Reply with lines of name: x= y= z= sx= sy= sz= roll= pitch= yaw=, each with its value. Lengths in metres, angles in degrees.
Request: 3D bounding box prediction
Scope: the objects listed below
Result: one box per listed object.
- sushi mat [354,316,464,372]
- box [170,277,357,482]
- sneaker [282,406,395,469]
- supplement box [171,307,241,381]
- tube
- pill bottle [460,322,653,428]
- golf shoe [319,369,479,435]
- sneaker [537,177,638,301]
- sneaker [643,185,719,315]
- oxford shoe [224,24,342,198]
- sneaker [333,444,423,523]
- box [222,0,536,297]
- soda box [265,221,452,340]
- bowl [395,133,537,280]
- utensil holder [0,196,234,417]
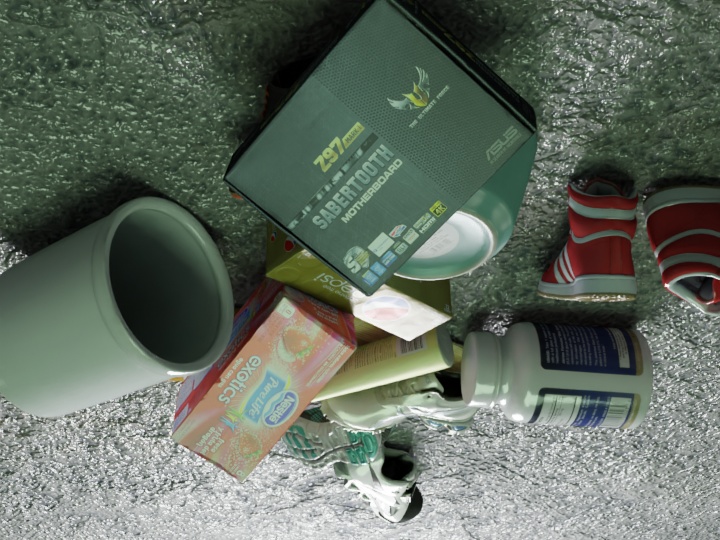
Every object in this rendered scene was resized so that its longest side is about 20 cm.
sushi mat: x=0.053 y=0.092 z=1.365 sx=0.198 sy=0.012 sz=0.095 roll=23 pitch=143 yaw=-31
box: x=-0.099 y=0.100 z=1.204 sx=0.094 sy=0.103 sz=0.201 roll=34 pitch=109 yaw=-18
sneaker: x=-0.024 y=0.196 z=1.471 sx=0.198 sy=0.091 sz=0.079 roll=-6 pitch=114 yaw=48
supplement box: x=-0.145 y=0.083 z=1.298 sx=0.196 sy=0.068 sz=0.069 roll=1 pitch=148 yaw=-2
tube: x=0.007 y=0.107 z=1.321 sx=0.197 sy=0.053 sz=0.058 roll=-17 pitch=165 yaw=20
pill bottle: x=0.216 y=0.116 z=1.313 sx=0.196 sy=0.113 sz=0.112 roll=4 pitch=148 yaw=-8
golf shoe: x=0.052 y=0.137 z=1.363 sx=0.196 sy=0.079 sz=0.098 roll=2 pitch=145 yaw=-20
sneaker: x=0.221 y=-0.027 z=1.145 sx=0.070 sy=0.115 sz=0.200 roll=1 pitch=178 yaw=-8
sneaker: x=0.367 y=-0.021 z=1.084 sx=0.196 sy=0.114 sz=0.072 roll=-3 pitch=148 yaw=4
oxford shoe: x=-0.057 y=-0.132 z=0.975 sx=0.072 sy=0.072 sz=0.199 roll=39 pitch=126 yaw=-22
sneaker: x=0.050 y=0.293 z=1.624 sx=0.087 sy=0.075 sz=0.200 roll=-17 pitch=145 yaw=27
box: x=0.013 y=-0.098 z=0.906 sx=0.157 sy=0.051 sz=0.200 roll=39 pitch=115 yaw=-15
soda box: x=0.000 y=0.000 z=1.171 sx=0.198 sy=0.065 sz=0.067 roll=26 pitch=138 yaw=-35
bowl: x=0.062 y=-0.066 z=1.032 sx=0.197 sy=0.107 sz=0.202 roll=-1 pitch=148 yaw=-1
utensil holder: x=-0.249 y=0.043 z=1.139 sx=0.198 sy=0.172 sz=0.169 roll=-22 pitch=142 yaw=32
